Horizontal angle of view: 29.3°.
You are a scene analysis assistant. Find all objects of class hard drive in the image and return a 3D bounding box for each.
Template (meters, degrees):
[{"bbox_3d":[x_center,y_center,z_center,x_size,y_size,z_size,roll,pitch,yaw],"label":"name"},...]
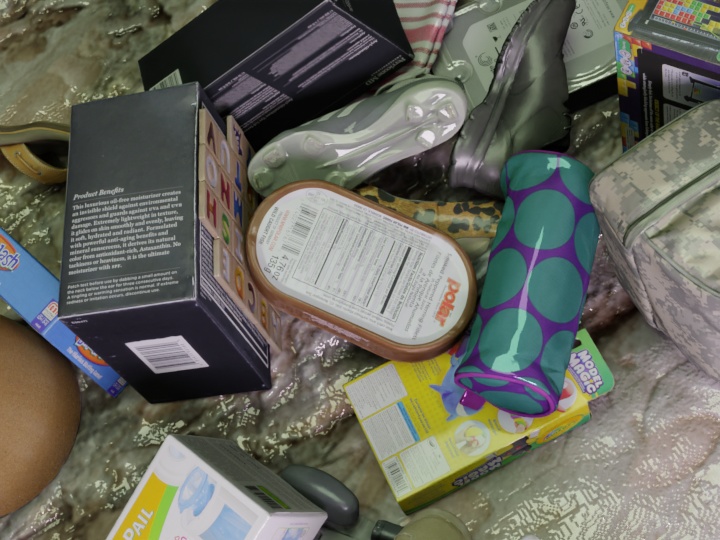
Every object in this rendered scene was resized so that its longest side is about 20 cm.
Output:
[{"bbox_3d":[0.163,-0.205,1.263,0.199,0.038,0.140,-23,61,4],"label":"hard drive"}]

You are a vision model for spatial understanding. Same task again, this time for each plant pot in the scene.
[{"bbox_3d":[-0.364,0.097,1.164,0.185,0.200,0.187,-6,64,13],"label":"plant pot"}]

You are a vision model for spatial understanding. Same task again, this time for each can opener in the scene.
[{"bbox_3d":[0.019,0.216,1.083,0.199,0.067,0.053,19,44,17],"label":"can opener"}]

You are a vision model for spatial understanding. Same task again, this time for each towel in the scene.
[{"bbox_3d":[0.024,-0.253,1.300,0.146,0.030,0.201,7,68,36],"label":"towel"}]

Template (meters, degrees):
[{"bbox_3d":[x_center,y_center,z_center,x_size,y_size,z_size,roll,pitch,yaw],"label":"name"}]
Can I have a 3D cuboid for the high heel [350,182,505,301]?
[{"bbox_3d":[0.066,-0.055,1.207,0.142,0.072,0.200,-38,62,-16],"label":"high heel"}]

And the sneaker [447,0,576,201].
[{"bbox_3d":[0.149,-0.147,1.188,0.090,0.076,0.201,24,82,7],"label":"sneaker"}]

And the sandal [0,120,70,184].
[{"bbox_3d":[-0.314,-0.110,1.322,0.199,0.080,0.054,4,82,18],"label":"sandal"}]

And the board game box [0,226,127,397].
[{"bbox_3d":[-0.293,0.014,1.211,0.200,0.152,0.045,37,79,26],"label":"board game box"}]

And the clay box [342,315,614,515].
[{"bbox_3d":[0.099,0.102,1.128,0.199,0.048,0.115,-27,62,0],"label":"clay box"}]

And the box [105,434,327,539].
[{"bbox_3d":[-0.136,0.241,1.061,0.112,0.101,0.201,33,95,26],"label":"box"}]

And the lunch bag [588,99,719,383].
[{"bbox_3d":[0.280,-0.004,1.050,0.139,0.200,0.168,-30,58,2],"label":"lunch bag"}]

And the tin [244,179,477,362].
[{"bbox_3d":[0.000,0.000,1.120,0.199,0.042,0.113,23,81,3],"label":"tin"}]

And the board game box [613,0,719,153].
[{"bbox_3d":[0.292,-0.131,1.103,0.165,0.200,0.057,22,71,22],"label":"board game box"}]

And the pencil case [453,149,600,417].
[{"bbox_3d":[0.134,0.011,1.087,0.092,0.085,0.201,-12,56,52],"label":"pencil case"}]

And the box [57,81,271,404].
[{"bbox_3d":[-0.159,-0.017,1.165,0.122,0.200,0.200,-7,63,11],"label":"box"}]

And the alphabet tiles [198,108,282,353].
[{"bbox_3d":[-0.099,-0.043,1.160,0.007,0.200,0.168,-8,64,11],"label":"alphabet tiles"}]

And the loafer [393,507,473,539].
[{"bbox_3d":[0.006,0.263,1.033,0.076,0.068,0.201,37,102,19],"label":"loafer"}]

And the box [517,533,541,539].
[{"bbox_3d":[0.126,0.322,0.931,0.171,0.199,0.200,-41,64,-7],"label":"box"}]

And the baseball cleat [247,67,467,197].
[{"bbox_3d":[0.000,-0.116,1.196,0.199,0.070,0.107,-16,22,10],"label":"baseball cleat"}]

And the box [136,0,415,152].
[{"bbox_3d":[-0.075,-0.187,1.220,0.199,0.141,0.079,-31,60,24],"label":"box"}]
